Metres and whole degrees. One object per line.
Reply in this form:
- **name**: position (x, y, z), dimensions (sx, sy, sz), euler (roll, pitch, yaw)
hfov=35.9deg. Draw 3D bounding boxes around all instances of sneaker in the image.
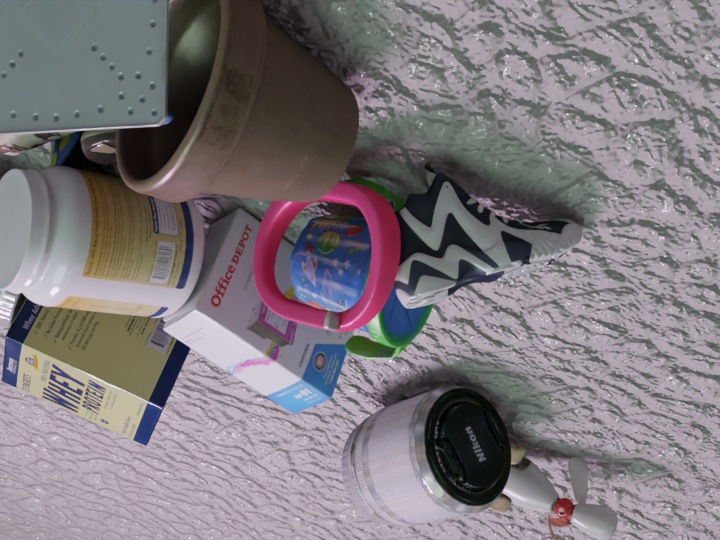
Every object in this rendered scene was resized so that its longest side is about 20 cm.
- **sneaker**: position (0.112, -0.052, 1.083), dimensions (0.196, 0.132, 0.080), euler (-17, 168, -6)
- **sneaker**: position (-0.309, -0.104, 1.257), dimensions (0.081, 0.072, 0.201), euler (-1, 146, -9)

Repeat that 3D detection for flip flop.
- **flip flop**: position (-0.228, -0.134, 1.113), dimensions (0.080, 0.059, 0.200), euler (-15, 176, 7)

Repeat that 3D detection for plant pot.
- **plant pot**: position (-0.097, -0.141, 0.984), dimensions (0.173, 0.204, 0.199), euler (18, 153, -32)

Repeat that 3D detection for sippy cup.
- **sippy cup**: position (0.000, 0.000, 1.178), dimensions (0.129, 0.181, 0.139), euler (14, 178, 29)

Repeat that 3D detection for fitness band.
- **fitness band**: position (-0.038, -0.018, 1.098), dimensions (0.037, 0.146, 0.198), euler (13, 180, -41)

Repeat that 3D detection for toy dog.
- **toy dog**: position (0.249, 0.299, 1.497), dimensions (0.200, 0.096, 0.132), euler (44, 109, 14)

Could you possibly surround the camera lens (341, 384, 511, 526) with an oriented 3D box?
- **camera lens**: position (0.086, 0.245, 1.450), dimensions (0.159, 0.162, 0.199), euler (35, 145, -22)

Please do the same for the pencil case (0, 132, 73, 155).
- **pencil case**: position (-0.316, -0.179, 1.125), dimensions (0.198, 0.078, 0.090), euler (-10, 115, 39)

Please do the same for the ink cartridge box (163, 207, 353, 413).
- **ink cartridge box**: position (-0.109, 0.048, 1.282), dimensions (0.199, 0.146, 0.084), euler (35, 145, -23)

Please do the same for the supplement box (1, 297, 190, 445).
- **supplement box**: position (-0.306, 0.070, 1.371), dimensions (0.197, 0.202, 0.135), euler (25, 147, -6)

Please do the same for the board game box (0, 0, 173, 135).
- **board game box**: position (-0.244, -0.214, 0.920), dimensions (0.196, 0.204, 0.026), euler (-1, 177, 17)

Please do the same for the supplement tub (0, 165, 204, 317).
- **supplement tub**: position (-0.281, -0.030, 1.175), dimensions (0.198, 0.147, 0.143), euler (9, 160, -40)

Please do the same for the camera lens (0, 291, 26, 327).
- **camera lens**: position (-0.481, -0.038, 1.332), dimensions (0.197, 0.162, 0.160), euler (25, 148, -8)
